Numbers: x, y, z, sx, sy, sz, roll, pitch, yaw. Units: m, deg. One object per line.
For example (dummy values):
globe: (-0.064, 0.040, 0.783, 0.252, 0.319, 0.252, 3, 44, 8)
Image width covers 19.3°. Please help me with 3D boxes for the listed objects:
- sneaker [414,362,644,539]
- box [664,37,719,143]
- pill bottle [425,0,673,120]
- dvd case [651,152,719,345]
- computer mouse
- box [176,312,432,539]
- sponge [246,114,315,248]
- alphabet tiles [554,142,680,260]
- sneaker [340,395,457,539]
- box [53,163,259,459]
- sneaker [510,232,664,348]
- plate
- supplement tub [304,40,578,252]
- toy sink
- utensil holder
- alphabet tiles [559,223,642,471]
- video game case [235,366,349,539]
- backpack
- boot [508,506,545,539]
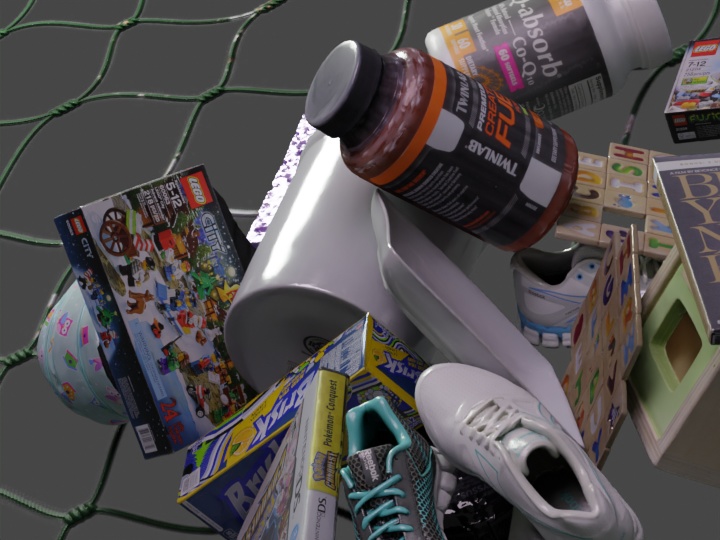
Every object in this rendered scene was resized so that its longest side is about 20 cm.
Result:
sneaker: (0.104, 0.113, 1.361, 0.070, 0.080, 0.200, -43, 53, -9)
box: (0.365, -0.161, 1.783, 0.200, 0.035, 0.110, -5, 38, 26)
pill bottle: (0.167, -0.193, 1.875, 0.200, 0.117, 0.116, -22, 34, 3)
dvd case: (0.279, -0.022, 1.367, 0.148, 0.016, 0.200, -4, 35, -2)
computer mouse: (0.072, 0.166, 1.510, 0.138, 0.053, 0.200, -18, 47, 5)
box: (-0.042, 0.121, 1.551, 0.200, 0.070, 0.064, -37, 26, 29)
sponge: (-0.025, -0.083, 1.917, 0.111, 0.030, 0.200, -7, 38, 24)
alphabet tiles: (0.240, -0.052, 1.658, 0.167, 0.008, 0.200, 11, 27, 4)
sneaker: (0.017, 0.158, 1.360, 0.077, 0.091, 0.200, -26, 31, 11)
box: (-0.145, 0.030, 1.652, 0.038, 0.200, 0.136, -17, 5, 44)
sneaker: (0.203, 0.009, 1.608, 0.200, 0.087, 0.075, -5, 37, 24)
plate: (0.074, 0.039, 1.517, 0.032, 0.200, 0.200, -42, 12, 8)
supplement tub: (0.059, -0.097, 1.583, 0.107, 0.200, 0.107, -42, 34, 37)
toy sink: (0.267, 0.031, 1.423, 0.200, 0.112, 0.130, -60, 24, 26)
utensil holder: (0.000, 0.000, 1.669, 0.170, 0.170, 0.200, -3, 41, 28)
alphabet tiles: (0.167, 0.070, 1.497, 0.006, 0.167, 0.200, 14, 38, -6)
video game case: (-0.058, 0.194, 1.442, 0.025, 0.200, 0.181, 19, 36, -11)
backpack: (-0.169, 0.040, 1.748, 0.126, 0.167, 0.200, -14, 34, 48)
boot: (0.055, 0.219, 1.399, 0.200, 0.073, 0.182, -17, 51, 11)
